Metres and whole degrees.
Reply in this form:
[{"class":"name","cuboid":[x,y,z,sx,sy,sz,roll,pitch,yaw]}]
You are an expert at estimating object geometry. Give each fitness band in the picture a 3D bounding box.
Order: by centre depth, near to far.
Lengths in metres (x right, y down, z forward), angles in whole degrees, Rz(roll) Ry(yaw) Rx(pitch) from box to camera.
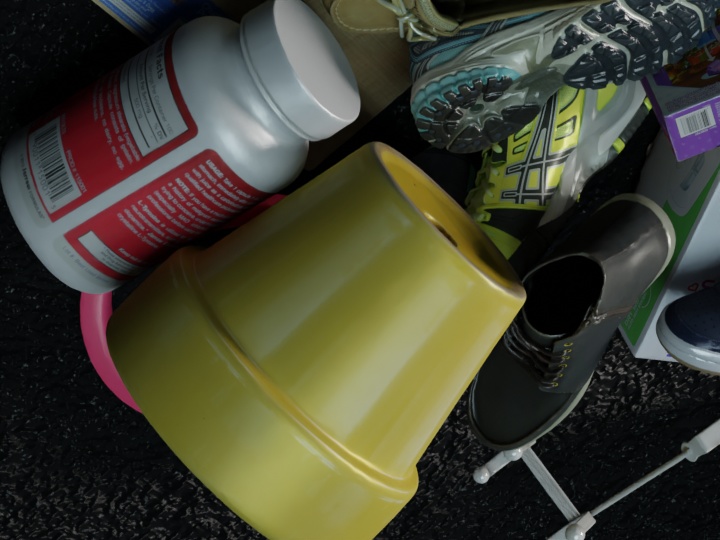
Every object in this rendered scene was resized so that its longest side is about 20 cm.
[{"class":"fitness band","cuboid":[-0.084,0.022,1.624,0.199,0.037,0.144,-15,111,20]}]

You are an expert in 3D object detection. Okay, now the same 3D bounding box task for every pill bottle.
[{"class":"pill bottle","cuboid":[-0.104,-0.077,1.517,0.199,0.113,0.112,-29,129,22]}]

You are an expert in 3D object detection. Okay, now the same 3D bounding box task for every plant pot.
[{"class":"plant pot","cuboid":[-0.014,0.035,1.495,0.189,0.201,0.200,-45,125,12]}]

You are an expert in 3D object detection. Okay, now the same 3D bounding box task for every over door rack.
[{"class":"over door rack","cuboid":[0.129,0.093,1.673,0.066,0.148,0.200,-32,173,-43]}]

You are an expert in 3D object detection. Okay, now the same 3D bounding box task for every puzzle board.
[{"class":"puzzle board","cuboid":[-0.044,-0.161,1.545,0.150,0.017,0.200,-39,126,19]}]

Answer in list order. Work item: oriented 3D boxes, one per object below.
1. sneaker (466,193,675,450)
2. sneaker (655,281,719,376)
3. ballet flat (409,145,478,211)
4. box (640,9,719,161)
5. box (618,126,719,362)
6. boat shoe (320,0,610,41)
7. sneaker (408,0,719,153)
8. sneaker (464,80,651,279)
[{"class":"sneaker","cuboid":[0.106,0.042,1.574,0.075,0.106,0.201,39,121,13]},{"class":"sneaker","cuboid":[0.281,0.001,1.589,0.199,0.070,0.109,-6,136,-19]},{"class":"ballet flat","cuboid":[0.000,0.000,1.650,0.200,0.073,0.073,-41,126,20]},{"class":"box","cuboid":[0.260,-0.151,1.545,0.199,0.137,0.039,-20,129,4]},{"class":"box","cuboid":[0.274,-0.039,1.666,0.175,0.097,0.201,7,127,-21]},{"class":"boat shoe","cuboid":[0.061,-0.165,1.474,0.199,0.064,0.073,-9,146,27]},{"class":"sneaker","cuboid":[0.114,-0.151,1.517,0.199,0.087,0.078,-22,145,11]},{"class":"sneaker","cuboid":[0.097,-0.060,1.595,0.076,0.075,0.201,39,76,-12]}]
